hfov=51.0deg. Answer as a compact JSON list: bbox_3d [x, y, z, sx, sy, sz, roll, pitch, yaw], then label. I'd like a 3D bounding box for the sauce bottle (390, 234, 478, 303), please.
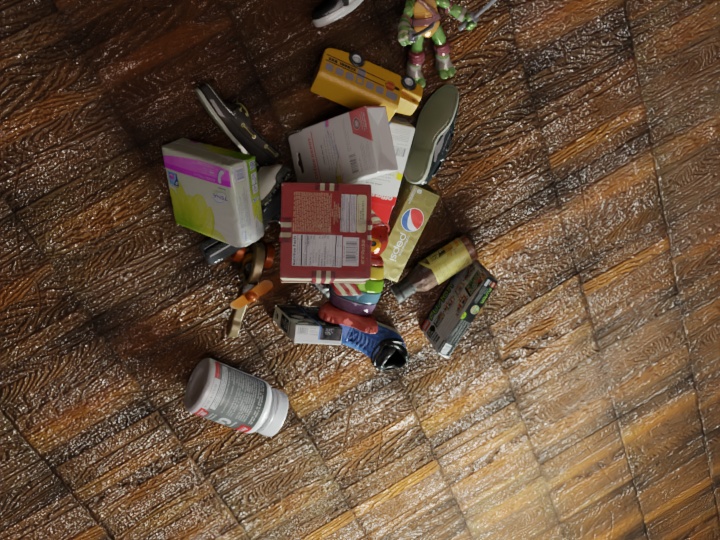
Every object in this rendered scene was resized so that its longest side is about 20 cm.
[{"bbox_3d":[0.156,0.000,1.613,0.197,0.066,0.067,-32,122,-4],"label":"sauce bottle"}]

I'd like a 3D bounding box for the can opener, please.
[{"bbox_3d":[-0.215,-0.090,1.422,0.198,0.053,0.068,-32,136,-14],"label":"can opener"}]

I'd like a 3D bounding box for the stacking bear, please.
[{"bbox_3d":[0.000,0.000,1.464,0.119,0.114,0.205,15,101,-8],"label":"stacking bear"}]

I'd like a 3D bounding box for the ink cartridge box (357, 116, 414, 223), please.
[{"bbox_3d":[0.021,-0.198,1.465,0.113,0.067,0.204,7,113,-22],"label":"ink cartridge box"}]

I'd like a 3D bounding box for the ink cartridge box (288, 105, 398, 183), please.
[{"bbox_3d":[-0.035,-0.217,1.379,0.067,0.197,0.120,-15,94,-50],"label":"ink cartridge box"}]

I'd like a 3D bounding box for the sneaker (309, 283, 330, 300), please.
[{"bbox_3d":[-0.054,-0.008,1.540,0.116,0.076,0.200,-46,130,-1],"label":"sneaker"}]

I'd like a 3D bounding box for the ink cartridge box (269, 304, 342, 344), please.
[{"bbox_3d":[-0.112,0.102,1.500,0.097,0.199,0.040,4,98,-22],"label":"ink cartridge box"}]

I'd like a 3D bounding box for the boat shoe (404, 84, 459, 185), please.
[{"bbox_3d":[0.150,-0.260,1.482,0.066,0.073,0.204,18,90,-57],"label":"boat shoe"}]

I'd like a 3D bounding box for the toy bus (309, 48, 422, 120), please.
[{"bbox_3d":[0.012,-0.331,1.369,0.196,0.080,0.065,20,151,-14],"label":"toy bus"}]

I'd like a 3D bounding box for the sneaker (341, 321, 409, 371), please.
[{"bbox_3d":[0.019,0.153,1.614,0.197,0.112,0.078,24,107,-27],"label":"sneaker"}]

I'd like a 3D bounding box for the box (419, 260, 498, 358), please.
[{"bbox_3d":[0.212,0.076,1.646,0.034,0.110,0.202,23,106,-28],"label":"box"}]

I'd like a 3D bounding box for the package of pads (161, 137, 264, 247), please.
[{"bbox_3d":[-0.259,-0.135,1.325,0.068,0.197,0.158,-31,128,-41],"label":"package of pads"}]

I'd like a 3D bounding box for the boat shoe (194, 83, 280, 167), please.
[{"bbox_3d":[-0.218,-0.261,1.350,0.060,0.072,0.202,-39,129,-2],"label":"boat shoe"}]

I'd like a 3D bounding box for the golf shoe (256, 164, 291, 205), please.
[{"bbox_3d":[-0.202,-0.156,1.347,0.088,0.198,0.078,47,53,-22],"label":"golf shoe"}]

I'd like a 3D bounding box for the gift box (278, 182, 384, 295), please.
[{"bbox_3d":[-0.051,-0.053,1.337,0.195,0.187,0.190,6,87,-5],"label":"gift box"}]

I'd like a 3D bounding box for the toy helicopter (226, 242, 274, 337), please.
[{"bbox_3d":[-0.220,0.044,1.462,0.077,0.133,0.204,12,111,-24],"label":"toy helicopter"}]

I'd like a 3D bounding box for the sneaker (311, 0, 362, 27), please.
[{"bbox_3d":[-0.024,-0.518,1.295,0.199,0.073,0.113,-38,119,-8],"label":"sneaker"}]

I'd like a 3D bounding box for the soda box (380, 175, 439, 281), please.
[{"bbox_3d":[0.082,-0.085,1.546,0.066,0.064,0.203,18,109,-25],"label":"soda box"}]

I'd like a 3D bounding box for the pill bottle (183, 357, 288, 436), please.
[{"bbox_3d":[-0.256,0.269,1.572,0.197,0.114,0.115,28,104,-28],"label":"pill bottle"}]

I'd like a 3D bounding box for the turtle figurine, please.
[{"bbox_3d":[0.135,-0.412,1.340,0.144,0.197,0.196,-49,152,-27],"label":"turtle figurine"}]
